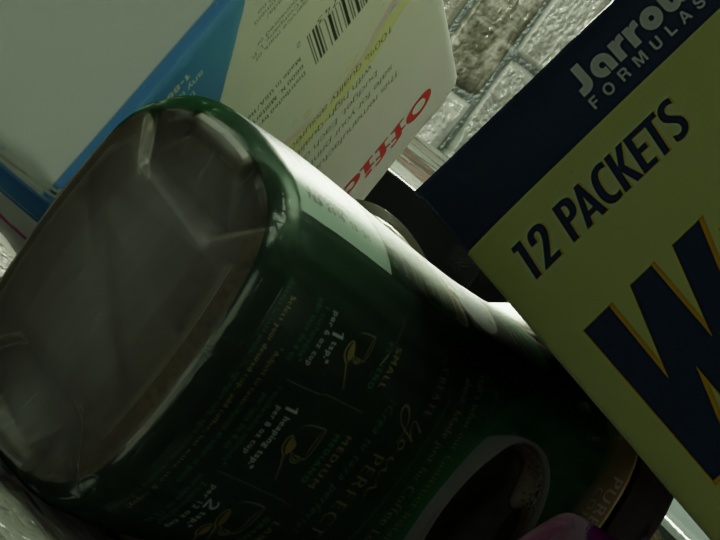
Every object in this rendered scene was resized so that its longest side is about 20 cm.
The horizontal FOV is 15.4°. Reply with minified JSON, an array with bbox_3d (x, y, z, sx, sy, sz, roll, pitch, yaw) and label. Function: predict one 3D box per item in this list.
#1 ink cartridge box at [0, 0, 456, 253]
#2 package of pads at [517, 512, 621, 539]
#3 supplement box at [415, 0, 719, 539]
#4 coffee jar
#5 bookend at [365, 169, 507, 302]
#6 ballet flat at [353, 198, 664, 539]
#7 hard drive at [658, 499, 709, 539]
[{"bbox_3d":[-0.050,-0.063,0.787,0.084,0.145,0.200,37,-10,17],"label":"ink cartridge box"},{"bbox_3d":[0.119,0.149,0.690,0.199,0.076,0.120,34,4,-27],"label":"package of pads"},{"bbox_3d":[0.150,0.018,0.706,0.200,0.134,0.200,50,10,17],"label":"supplement box"},{"bbox_3d":[-0.002,0.039,0.708,0.200,0.105,0.085,32,9,-45],"label":"coffee jar"},{"bbox_3d":[0.000,0.000,1.087,0.199,0.092,0.200,40,6,31],"label":"bookend"},{"bbox_3d":[0.038,0.066,0.823,0.201,0.067,0.046,55,26,-14],"label":"ballet flat"},{"bbox_3d":[0.181,0.157,1.213,0.139,0.033,0.200,33,7,-32],"label":"hard drive"}]
